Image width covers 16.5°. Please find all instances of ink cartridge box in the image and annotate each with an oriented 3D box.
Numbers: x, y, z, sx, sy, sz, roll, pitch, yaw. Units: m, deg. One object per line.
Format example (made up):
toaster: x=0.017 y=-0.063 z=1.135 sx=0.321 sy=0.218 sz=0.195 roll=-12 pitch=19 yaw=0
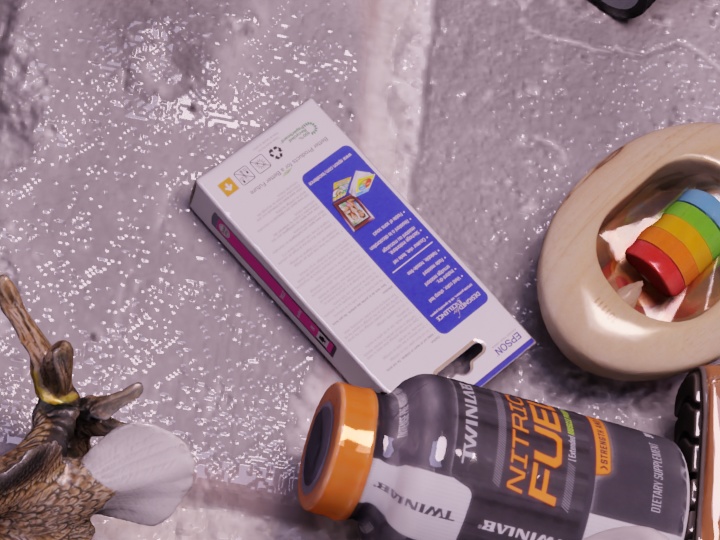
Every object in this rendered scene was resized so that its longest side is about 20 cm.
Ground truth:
ink cartridge box: x=0.000 y=0.000 z=1.440 sx=0.095 sy=0.037 sz=0.200 roll=-37 pitch=75 yaw=-26

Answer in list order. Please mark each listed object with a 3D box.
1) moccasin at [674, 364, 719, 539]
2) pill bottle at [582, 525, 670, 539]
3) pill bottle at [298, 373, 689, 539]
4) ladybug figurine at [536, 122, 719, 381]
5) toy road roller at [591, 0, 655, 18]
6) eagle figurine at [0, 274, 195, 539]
moccasin: x=0.209 y=0.155 z=1.390 sx=0.077 sy=0.074 sz=0.203 roll=10 pitch=67 yaw=-9
pill bottle: x=0.163 y=0.239 z=1.282 sx=0.116 sy=0.116 sz=0.200 roll=-47 pitch=110 yaw=-27
pill bottle: x=0.069 y=0.119 z=1.346 sx=0.199 sy=0.106 sz=0.107 roll=15 pitch=62 yaw=-14
ladybug figurine: x=0.182 y=-0.007 z=1.465 sx=0.200 sy=0.072 sz=0.136 roll=-36 pitch=77 yaw=-25
toy road roller: x=0.159 y=-0.273 z=1.546 sx=0.200 sy=0.146 sz=0.123 roll=40 pitch=62 yaw=7
eagle figurine: x=-0.198 y=0.132 z=1.282 sx=0.152 sy=0.151 sz=0.200 roll=39 pitch=51 yaw=-4
